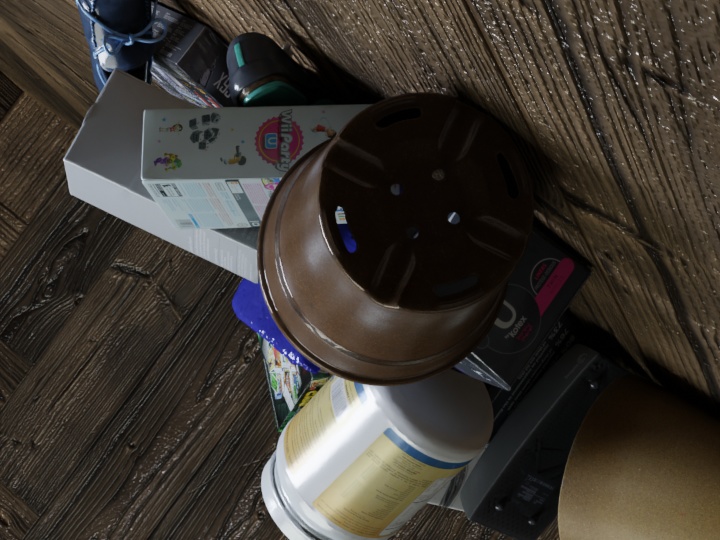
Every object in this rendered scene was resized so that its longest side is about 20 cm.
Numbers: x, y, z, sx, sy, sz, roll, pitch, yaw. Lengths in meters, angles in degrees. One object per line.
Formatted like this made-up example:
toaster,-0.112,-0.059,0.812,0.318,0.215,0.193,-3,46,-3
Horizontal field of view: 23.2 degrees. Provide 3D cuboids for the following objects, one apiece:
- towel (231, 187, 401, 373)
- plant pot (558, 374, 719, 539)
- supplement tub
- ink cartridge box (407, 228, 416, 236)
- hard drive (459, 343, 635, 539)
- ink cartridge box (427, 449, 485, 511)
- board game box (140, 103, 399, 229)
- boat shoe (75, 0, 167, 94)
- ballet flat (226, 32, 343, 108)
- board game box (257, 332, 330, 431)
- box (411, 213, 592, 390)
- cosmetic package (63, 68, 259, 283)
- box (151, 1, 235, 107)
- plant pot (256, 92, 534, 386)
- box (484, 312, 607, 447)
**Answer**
towel,-0.029,-0.018,1.616,0.049,0.201,0.147,25,-173,-41
plant pot,0.311,0.213,1.600,0.198,0.188,0.186,17,164,35
supplement tub,0.012,0.160,1.611,0.144,0.200,0.146,28,-145,-22
ink cartridge box,0.000,0.000,1.786,0.083,0.147,0.200,1,-170,-22
hard drive,0.186,0.166,1.692,0.134,0.201,0.042,28,-168,-49
ink cartridge box,0.086,0.169,1.870,0.198,0.148,0.084,16,-169,-30
board game box,-0.069,-0.084,1.448,0.197,0.065,0.148,-1,167,4
boat shoe,-0.211,-0.213,1.613,0.201,0.083,0.069,84,161,-60
ballet flat,-0.063,-0.151,1.477,0.073,0.073,0.200,35,180,22
board game box,-0.075,0.043,1.702,0.023,0.202,0.105,0,148,-22
box,0.096,0.015,1.484,0.106,0.123,0.200,37,176,-10
cosmetic package,-0.157,-0.085,1.580,0.198,0.108,0.090,26,159,8
box,-0.166,-0.200,1.751,0.158,0.050,0.199,42,173,-38
plant pot,0.030,-0.029,1.257,0.199,0.201,0.198,37,168,1
box,0.154,0.106,1.743,0.104,0.149,0.200,32,172,39
